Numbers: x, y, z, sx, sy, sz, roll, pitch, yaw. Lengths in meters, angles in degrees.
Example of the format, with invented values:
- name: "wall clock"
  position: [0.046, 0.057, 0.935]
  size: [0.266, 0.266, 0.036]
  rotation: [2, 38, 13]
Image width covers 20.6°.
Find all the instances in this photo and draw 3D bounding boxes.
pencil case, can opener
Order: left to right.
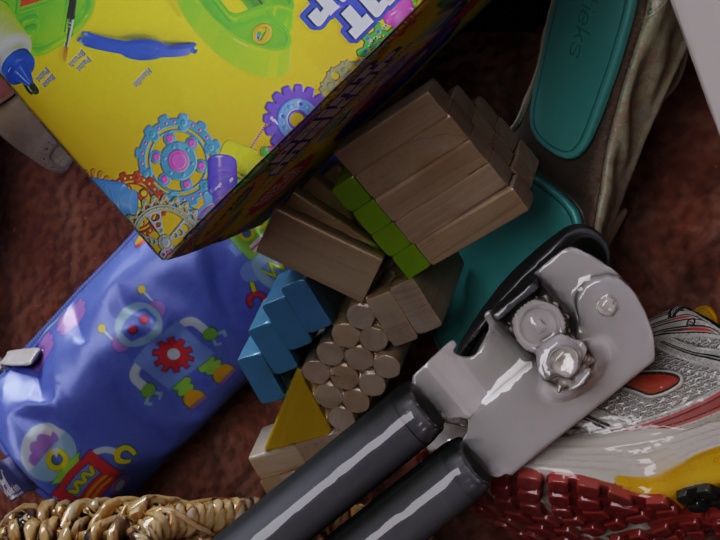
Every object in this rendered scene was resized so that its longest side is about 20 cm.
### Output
- name: "pencil case"
  position: [-0.078, 0.014, 0.831]
  size: [0.200, 0.087, 0.078]
  rotation: [-46, 26, 11]
- name: "can opener"
  position: [0.023, 0.066, 0.718]
  size: [0.200, 0.066, 0.053]
  rotation: [-41, 97, 4]

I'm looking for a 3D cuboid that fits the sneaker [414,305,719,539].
- name: "sneaker"
  position: [0.111, 0.059, 0.746]
  size: [0.199, 0.078, 0.083]
  rotation: [-3, 59, 26]

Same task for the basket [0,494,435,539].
- name: "basket"
  position: [-0.061, 0.187, 0.759]
  size: [0.148, 0.143, 0.202]
  rotation: [-1, 81, 27]

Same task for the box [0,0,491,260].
- name: "box"
  position: [-0.046, -0.146, 0.703]
  size: [0.200, 0.122, 0.193]
  rotation: [-42, 86, 16]

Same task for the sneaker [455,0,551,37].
- name: "sneaker"
  position: [0.037, -0.132, 0.802]
  size: [0.199, 0.075, 0.080]
  rotation: [-15, 70, 27]

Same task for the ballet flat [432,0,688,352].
- name: "ballet flat"
  position: [0.088, -0.042, 0.766]
  size: [0.067, 0.062, 0.201]
  rotation: [45, 127, 34]

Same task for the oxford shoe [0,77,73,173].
- name: "oxford shoe"
  position: [-0.088, -0.127, 0.881]
  size: [0.200, 0.075, 0.070]
  rotation: [-41, 28, 1]

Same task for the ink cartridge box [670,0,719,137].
- name: "ink cartridge box"
  position: [0.171, -0.162, 0.670]
  size: [0.144, 0.147, 0.201]
  rotation: [-18, 96, 25]

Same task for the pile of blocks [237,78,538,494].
- name: "pile of blocks"
  position: [0.000, 0.000, 0.775]
  size: [0.082, 0.062, 0.201]
  rotation: [28, 124, -2]
